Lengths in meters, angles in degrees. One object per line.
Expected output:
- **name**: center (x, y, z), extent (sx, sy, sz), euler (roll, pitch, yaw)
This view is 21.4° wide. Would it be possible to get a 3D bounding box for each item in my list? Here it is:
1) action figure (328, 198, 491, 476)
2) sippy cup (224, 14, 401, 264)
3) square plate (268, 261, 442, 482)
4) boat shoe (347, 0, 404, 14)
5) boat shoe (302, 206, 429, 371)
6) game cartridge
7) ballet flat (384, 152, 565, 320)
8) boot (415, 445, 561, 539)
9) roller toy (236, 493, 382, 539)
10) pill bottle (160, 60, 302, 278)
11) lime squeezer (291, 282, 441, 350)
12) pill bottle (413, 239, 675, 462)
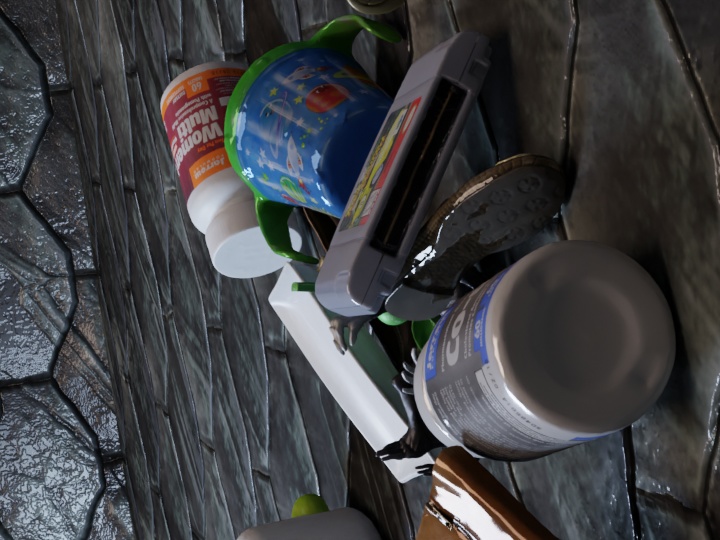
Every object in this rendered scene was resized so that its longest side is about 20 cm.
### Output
- **action figure**: center (0.045, 0.054, 1.385), extent (0.119, 0.102, 0.201), euler (27, 126, 53)
- **sippy cup**: center (-0.021, -0.101, 1.501), extent (0.130, 0.139, 0.178), euler (35, 142, 55)
- **square plate**: center (-0.003, 0.083, 1.570), extent (0.200, 0.028, 0.198), euler (54, 169, 4)
- **boat shoe**: center (0.012, -0.290, 1.384), extent (0.066, 0.072, 0.201), euler (-115, 23, -68)
- **boat shoe**: center (-0.001, 0.004, 1.568), extent (0.075, 0.075, 0.203), euler (99, 156, -48)
- **game cartridge**: center (0.026, -0.065, 1.314), extent (0.133, 0.041, 0.200), euler (152, 142, -80)
- **ballet flat**: center (0.071, -0.029, 1.265), extent (0.200, 0.067, 0.046), euler (131, 148, -52)
- **boot**: center (0.103, 0.230, 1.175), extent (0.200, 0.068, 0.189), euler (33, 137, 28)
- **roller toy**: center (-0.047, 0.324, 1.794), extent (0.200, 0.139, 0.183), euler (-143, 46, -67)
- **pill bottle**: center (-0.126, -0.100, 1.890), extent (0.110, 0.109, 0.200), euler (105, 152, -55)
- **lime squeezer**: center (0.027, 0.048, 1.459), extent (0.200, 0.071, 0.038), euler (45, 171, -28)
- **pill bottle**: center (0.103, 0.056, 1.159), extent (0.200, 0.113, 0.114), euler (139, 120, -71)
